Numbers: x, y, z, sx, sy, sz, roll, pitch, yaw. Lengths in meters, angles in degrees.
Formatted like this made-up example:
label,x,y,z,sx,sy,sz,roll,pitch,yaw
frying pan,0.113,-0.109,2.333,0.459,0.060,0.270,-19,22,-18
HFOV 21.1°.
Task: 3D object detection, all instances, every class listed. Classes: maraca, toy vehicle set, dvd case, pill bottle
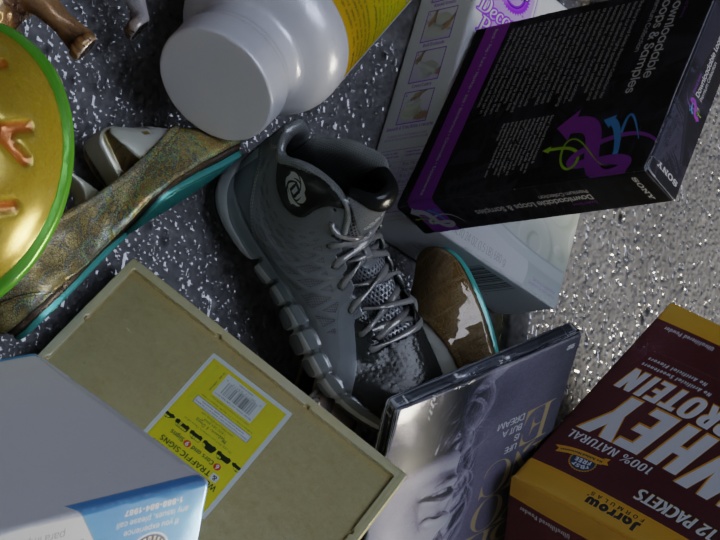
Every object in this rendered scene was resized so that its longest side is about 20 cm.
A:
label,x,y,z,sx,sy,sz,roll,pitch,yaw
maraca,-0.218,-0.032,0.963,0.107,0.136,0.201,60,47,-81
toy vehicle set,-0.088,0.097,1.056,0.200,0.027,0.124,38,55,6
dvd case,0.057,0.133,1.175,0.148,0.016,0.201,-20,137,-36
pill bottle,-0.036,-0.161,1.135,0.105,0.104,0.200,59,43,-22

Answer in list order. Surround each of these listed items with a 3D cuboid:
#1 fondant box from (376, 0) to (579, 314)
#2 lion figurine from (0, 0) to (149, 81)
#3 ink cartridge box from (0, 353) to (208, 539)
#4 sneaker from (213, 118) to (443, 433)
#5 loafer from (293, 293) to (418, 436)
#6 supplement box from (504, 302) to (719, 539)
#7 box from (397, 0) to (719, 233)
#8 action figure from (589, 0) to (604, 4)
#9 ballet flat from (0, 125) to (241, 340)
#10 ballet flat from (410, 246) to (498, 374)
label,x,y,z,sx,sy,sz,roll,pitch,yaw
fondant box,0.089,-0.092,1.296,0.144,0.058,0.201,32,64,-36
lion figurine,-0.174,-0.170,1.052,0.122,0.072,0.200,44,38,1
ink cartridge box,-0.183,0.167,0.906,0.146,0.146,0.201,-10,119,-43
sneaker,0.000,0.000,1.113,0.075,0.115,0.200,-36,87,-39
loafer,-0.030,0.079,1.168,0.063,0.072,0.201,38,54,-15
supplement box,0.198,0.171,1.264,0.200,0.132,0.198,-42,147,-38
box,0.124,-0.096,1.154,0.036,0.199,0.143,41,60,-31
action figure,0.215,-0.254,1.404,0.200,0.104,0.194,58,42,-55
ballet flat,-0.143,-0.041,1.070,0.200,0.070,0.071,-43,115,-37
ballet flat,0.057,0.086,1.245,0.072,0.068,0.201,-29,116,-28
